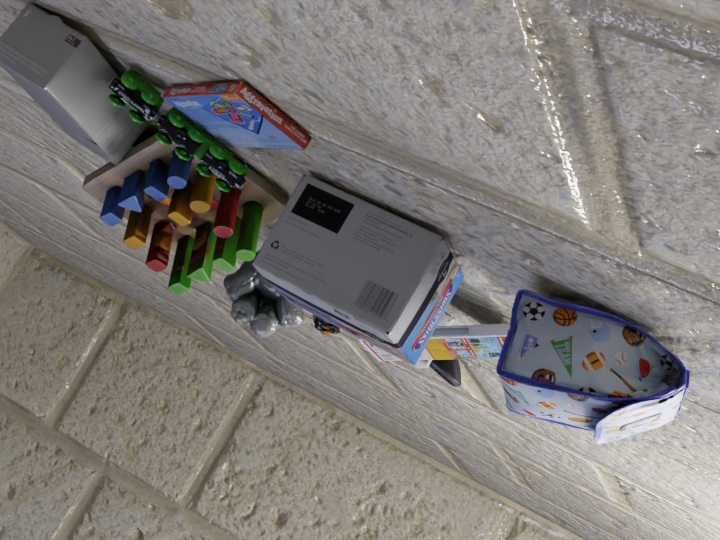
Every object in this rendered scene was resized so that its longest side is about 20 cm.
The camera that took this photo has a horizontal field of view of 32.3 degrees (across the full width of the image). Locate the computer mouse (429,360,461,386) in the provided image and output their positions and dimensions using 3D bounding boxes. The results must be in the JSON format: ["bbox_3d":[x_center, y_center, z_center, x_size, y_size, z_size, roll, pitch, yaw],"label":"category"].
[{"bbox_3d":[0.087,0.095,1.887,0.200,0.046,0.140,41,174,9],"label":"computer mouse"}]

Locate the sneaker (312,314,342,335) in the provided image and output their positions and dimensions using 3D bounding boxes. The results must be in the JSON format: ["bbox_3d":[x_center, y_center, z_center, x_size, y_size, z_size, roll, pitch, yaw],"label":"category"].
[{"bbox_3d":[-0.040,0.063,1.898,0.074,0.080,0.200,22,178,4],"label":"sneaker"}]

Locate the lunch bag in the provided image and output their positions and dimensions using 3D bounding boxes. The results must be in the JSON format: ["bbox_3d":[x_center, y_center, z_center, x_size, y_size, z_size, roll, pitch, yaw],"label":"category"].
[{"bbox_3d":[0.260,0.119,1.382,0.199,0.125,0.170,13,164,14],"label":"lunch bag"}]

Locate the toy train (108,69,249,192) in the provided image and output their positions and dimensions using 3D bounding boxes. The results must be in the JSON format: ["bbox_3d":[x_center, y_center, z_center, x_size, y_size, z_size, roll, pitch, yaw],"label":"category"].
[{"bbox_3d":[-0.215,-0.167,1.490,0.200,0.042,0.056,38,-157,-7],"label":"toy train"}]

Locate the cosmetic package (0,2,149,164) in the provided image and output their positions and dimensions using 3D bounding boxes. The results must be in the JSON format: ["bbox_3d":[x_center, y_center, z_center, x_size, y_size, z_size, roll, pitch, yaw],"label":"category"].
[{"bbox_3d":[-0.349,-0.225,1.519,0.107,0.090,0.200,32,172,26],"label":"cosmetic package"}]

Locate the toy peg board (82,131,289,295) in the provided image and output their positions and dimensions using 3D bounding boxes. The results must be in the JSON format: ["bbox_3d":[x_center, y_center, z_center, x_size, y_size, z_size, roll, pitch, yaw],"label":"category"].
[{"bbox_3d":[-0.231,-0.068,1.615,0.199,0.098,0.199,-24,135,35],"label":"toy peg board"}]

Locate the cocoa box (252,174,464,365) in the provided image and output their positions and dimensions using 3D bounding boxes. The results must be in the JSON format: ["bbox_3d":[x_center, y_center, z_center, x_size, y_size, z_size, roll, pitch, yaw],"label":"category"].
[{"bbox_3d":[0.000,0.000,1.478,0.199,0.134,0.131,26,168,23],"label":"cocoa box"}]

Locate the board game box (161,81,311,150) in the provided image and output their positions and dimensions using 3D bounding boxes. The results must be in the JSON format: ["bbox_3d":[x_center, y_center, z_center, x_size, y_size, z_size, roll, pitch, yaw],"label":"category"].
[{"bbox_3d":[-0.142,-0.173,1.396,0.103,0.020,0.200,36,168,-30],"label":"board game box"}]

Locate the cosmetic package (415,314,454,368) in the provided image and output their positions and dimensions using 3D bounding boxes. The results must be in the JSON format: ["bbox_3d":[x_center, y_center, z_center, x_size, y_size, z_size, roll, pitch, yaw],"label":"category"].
[{"bbox_3d":[0.027,0.052,1.760,0.199,0.083,0.051,32,166,-9],"label":"cosmetic package"}]

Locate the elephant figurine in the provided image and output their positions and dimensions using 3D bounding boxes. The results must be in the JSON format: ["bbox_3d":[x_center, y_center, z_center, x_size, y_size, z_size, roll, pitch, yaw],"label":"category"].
[{"bbox_3d":[-0.129,0.019,1.925,0.142,0.154,0.200,65,-166,-3],"label":"elephant figurine"}]

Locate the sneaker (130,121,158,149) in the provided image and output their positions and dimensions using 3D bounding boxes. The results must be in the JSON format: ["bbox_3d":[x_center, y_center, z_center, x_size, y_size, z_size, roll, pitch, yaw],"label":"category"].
[{"bbox_3d":[-0.235,-0.128,1.665,0.199,0.080,0.131,30,170,0],"label":"sneaker"}]

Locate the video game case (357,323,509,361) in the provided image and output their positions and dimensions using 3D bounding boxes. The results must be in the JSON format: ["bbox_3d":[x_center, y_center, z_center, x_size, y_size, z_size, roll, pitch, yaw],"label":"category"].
[{"bbox_3d":[0.107,0.097,1.656,0.199,0.018,0.143,-2,164,12],"label":"video game case"}]
